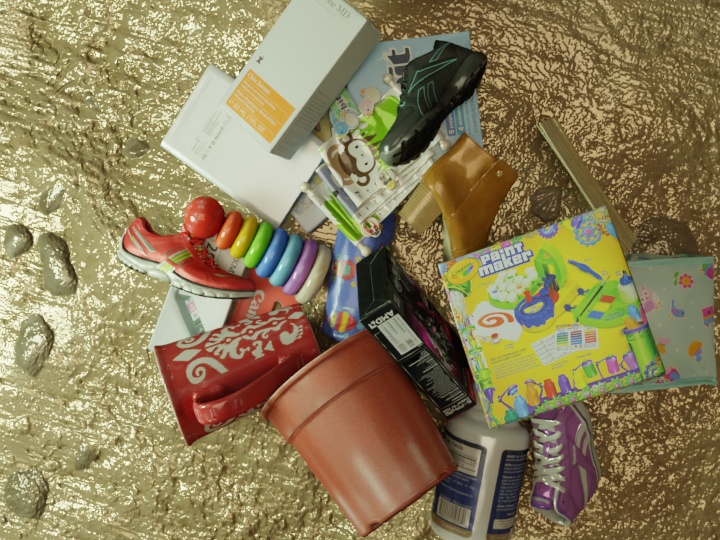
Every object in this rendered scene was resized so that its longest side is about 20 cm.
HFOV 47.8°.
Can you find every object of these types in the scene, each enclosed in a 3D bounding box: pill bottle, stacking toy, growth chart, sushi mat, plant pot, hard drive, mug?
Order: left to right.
[{"bbox_3d":[-0.148,0.142,1.054,0.197,0.178,0.135,-20,133,-14],"label":"mug"},{"bbox_3d":[-0.155,-0.168,1.104,0.199,0.027,0.133,35,95,4],"label":"hard drive"},{"bbox_3d":[-0.141,-0.034,1.070,0.198,0.085,0.086,26,95,-13],"label":"stacking toy"},{"bbox_3d":[0.010,0.206,1.017,0.200,0.201,0.196,-37,75,7],"label":"plant pot"},{"bbox_3d":[0.016,-0.140,1.040,0.144,0.018,0.201,40,86,0],"label":"growth chart"},{"bbox_3d":[0.161,0.250,1.067,0.109,0.111,0.203,11,94,6],"label":"pill bottle"},{"bbox_3d":[0.292,-0.112,1.046,0.012,0.095,0.201,-34,89,30],"label":"sushi mat"}]

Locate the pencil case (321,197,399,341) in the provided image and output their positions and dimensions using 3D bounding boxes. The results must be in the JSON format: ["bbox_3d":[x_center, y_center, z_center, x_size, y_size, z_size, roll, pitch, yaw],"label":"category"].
[{"bbox_3d":[0.000,0.000,1.090,0.077,0.086,0.203,11,93,31],"label":"pencil case"}]

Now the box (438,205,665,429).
[{"bbox_3d":[0.216,0.056,0.940,0.197,0.122,0.196,-18,82,10],"label":"box"}]

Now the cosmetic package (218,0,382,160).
[{"bbox_3d":[-0.076,-0.253,1.027,0.101,0.071,0.201,41,100,14],"label":"cosmetic package"}]

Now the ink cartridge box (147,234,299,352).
[{"bbox_3d":[-0.181,0.050,1.131,0.171,0.044,0.203,22,95,6],"label":"ink cartridge box"}]

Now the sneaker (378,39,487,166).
[{"bbox_3d":[0.076,-0.210,1.012,0.079,0.076,0.200,35,66,11],"label":"sneaker"}]

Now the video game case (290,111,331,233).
[{"bbox_3d":[-0.065,-0.186,1.117,0.181,0.023,0.201,-39,88,6],"label":"video game case"}]

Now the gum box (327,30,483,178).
[{"bbox_3d":[0.055,-0.215,1.075,0.196,0.045,0.173,-7,88,-2],"label":"gum box"}]

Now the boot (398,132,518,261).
[{"bbox_3d":[0.157,-0.066,1.047,0.144,0.071,0.201,-46,115,4],"label":"boot"}]

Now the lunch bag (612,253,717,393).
[{"bbox_3d":[0.337,0.066,1.035,0.196,0.122,0.173,-4,93,1],"label":"lunch bag"}]

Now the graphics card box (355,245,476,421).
[{"bbox_3d":[0.070,0.079,1.020,0.051,0.126,0.200,-32,118,18],"label":"graphics card box"}]

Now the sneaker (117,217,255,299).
[{"bbox_3d":[-0.227,-0.017,1.077,0.197,0.077,0.086,20,89,5],"label":"sneaker"}]

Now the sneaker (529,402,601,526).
[{"bbox_3d":[0.244,0.236,1.022,0.072,0.114,0.202,-2,123,46],"label":"sneaker"}]
